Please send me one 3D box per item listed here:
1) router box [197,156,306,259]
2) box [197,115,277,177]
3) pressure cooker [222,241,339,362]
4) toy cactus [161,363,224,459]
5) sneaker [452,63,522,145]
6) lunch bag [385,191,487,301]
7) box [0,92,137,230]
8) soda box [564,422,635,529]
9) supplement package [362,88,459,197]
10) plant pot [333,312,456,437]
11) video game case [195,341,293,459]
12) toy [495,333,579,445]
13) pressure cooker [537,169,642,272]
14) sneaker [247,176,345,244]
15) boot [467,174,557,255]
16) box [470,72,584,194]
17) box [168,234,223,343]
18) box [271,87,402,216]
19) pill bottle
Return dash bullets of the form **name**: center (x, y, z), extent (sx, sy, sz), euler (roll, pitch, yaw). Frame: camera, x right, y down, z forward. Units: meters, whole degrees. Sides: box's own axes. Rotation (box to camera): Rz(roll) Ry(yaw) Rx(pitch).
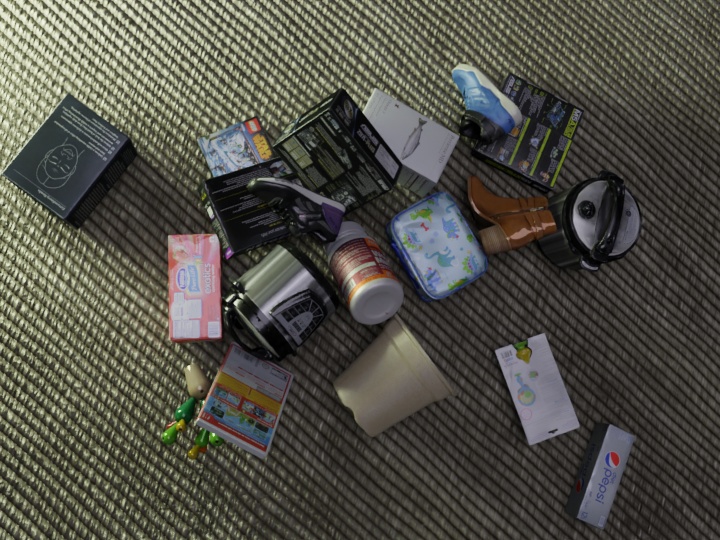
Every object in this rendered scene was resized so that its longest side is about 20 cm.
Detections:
- **router box**: center (-0.195, -0.127, 1.413), extent (0.198, 0.051, 0.151), euler (-22, 86, -28)
- **box**: center (-0.231, -0.198, 1.486), extent (0.135, 0.040, 0.202), euler (-24, 87, -11)
- **pressure cooker**: center (-0.159, 0.070, 1.388), extent (0.200, 0.179, 0.176), euler (-42, 79, -11)
- **toy cactus**: center (-0.292, 0.261, 1.402), extent (0.198, 0.103, 0.166), euler (-25, 68, -8)
- **sneaker**: center (0.235, -0.346, 1.535), extent (0.111, 0.077, 0.200), euler (-38, 66, -6)
- **lunch bag**: center (0.152, -0.047, 1.500), extent (0.159, 0.082, 0.202), euler (-30, 87, -12)
- **box**: center (-0.556, -0.208, 1.407), extent (0.148, 0.107, 0.201), euler (36, 78, -2)
- **soda box**: center (0.490, 0.418, 1.492), extent (0.063, 0.068, 0.202), euler (24, 79, -3)
- **supplement package**: center (0.083, -0.260, 1.501), extent (0.198, 0.117, 0.118), euler (28, 78, -4)
- **plant pot**: center (0.055, 0.215, 1.410), extent (0.183, 0.200, 0.201), euler (-37, 89, 1)
- **video game case**: center (-0.213, 0.240, 1.369), extent (0.142, 0.017, 0.201), euler (31, 38, -12)
- **toy**: center (0.361, 0.245, 1.508), extent (0.114, 0.047, 0.203), euler (-17, 82, -7)
- **pressure cooker**: center (0.470, -0.094, 1.488), extent (0.177, 0.200, 0.178), euler (-26, 88, -15)
- **sneaker**: center (-0.123, -0.111, 1.375), extent (0.198, 0.076, 0.089), euler (19, 76, -22)
- **boot**: center (0.306, -0.133, 1.495), extent (0.153, 0.077, 0.202), euler (-18, 52, 8)
- **box**: center (0.364, -0.299, 1.583), extent (0.191, 0.048, 0.202), euler (25, 79, -5)
- **box**: center (-0.319, 0.037, 1.414), extent (0.101, 0.095, 0.203), euler (-2, 82, -9)
- **box**: center (-0.043, -0.222, 1.416), extent (0.200, 0.163, 0.087), euler (48, 39, -21)
- **pill bottle**: center (0.000, 0.000, 1.413), extent (0.108, 0.110, 0.201), euler (-18, 46, -10)
